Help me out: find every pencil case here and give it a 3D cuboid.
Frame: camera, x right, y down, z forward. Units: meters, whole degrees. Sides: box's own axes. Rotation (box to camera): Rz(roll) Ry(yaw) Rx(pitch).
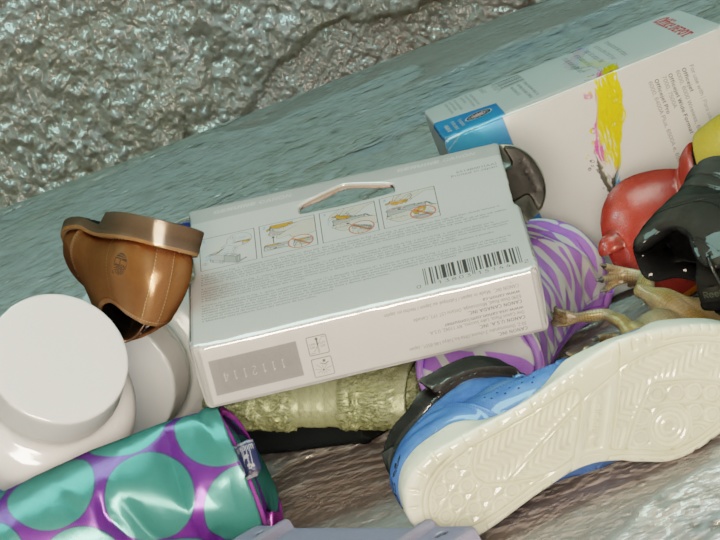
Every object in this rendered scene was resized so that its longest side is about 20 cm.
[{"bbox_3d":[-0.144,0.150,1.475,0.199,0.093,0.085,-24,-26,-3],"label":"pencil case"},{"bbox_3d":[0.097,0.030,1.606,0.085,0.084,0.200,20,24,9],"label":"pencil case"}]

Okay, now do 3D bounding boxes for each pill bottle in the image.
[{"bbox_3d":[-0.193,0.095,1.565,0.112,0.113,0.200,-27,-18,-28],"label":"pill bottle"},{"bbox_3d":[-0.125,0.040,1.733,0.110,0.112,0.200,-18,11,22],"label":"pill bottle"}]

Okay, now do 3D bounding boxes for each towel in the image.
[{"bbox_3d":[-0.015,0.044,1.641,0.147,0.037,0.200,-2,25,14],"label":"towel"}]

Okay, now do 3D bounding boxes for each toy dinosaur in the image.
[{"bbox_3d":[0.180,0.032,1.545,0.101,0.059,0.199,11,28,42],"label":"toy dinosaur"}]

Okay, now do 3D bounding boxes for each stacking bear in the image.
[{"bbox_3d":[0.244,-0.048,1.638,0.199,0.114,0.121,-24,9,17],"label":"stacking bear"}]

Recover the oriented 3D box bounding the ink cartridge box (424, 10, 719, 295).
[{"bbox_3d":[0.165,-0.070,1.785,0.199,0.146,0.147,-22,11,1],"label":"ink cartridge box"}]

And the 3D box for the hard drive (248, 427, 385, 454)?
[{"bbox_3d":[-0.021,0.079,1.727,0.199,0.033,0.139,-10,16,48],"label":"hard drive"}]

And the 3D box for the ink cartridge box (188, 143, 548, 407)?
[{"bbox_3d":[0.000,0.000,1.535,0.198,0.045,0.176,-13,26,2],"label":"ink cartridge box"}]

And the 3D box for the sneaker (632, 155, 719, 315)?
[{"bbox_3d":[0.237,-0.004,1.471,0.091,0.076,0.199,-37,29,-29],"label":"sneaker"}]

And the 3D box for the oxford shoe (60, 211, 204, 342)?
[{"bbox_3d":[-0.146,0.007,1.575,0.071,0.072,0.200,13,-4,-13],"label":"oxford shoe"}]

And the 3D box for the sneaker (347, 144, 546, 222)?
[{"bbox_3d":[0.018,-0.012,1.636,0.199,0.075,0.089,-23,1,-8],"label":"sneaker"}]

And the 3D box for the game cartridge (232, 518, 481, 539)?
[{"bbox_3d":[-0.042,0.166,1.330,0.129,0.039,0.199,-24,10,-35],"label":"game cartridge"}]

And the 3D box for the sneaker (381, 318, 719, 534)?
[{"bbox_3d":[0.104,0.070,1.384,0.199,0.077,0.111,-27,17,-4],"label":"sneaker"}]
